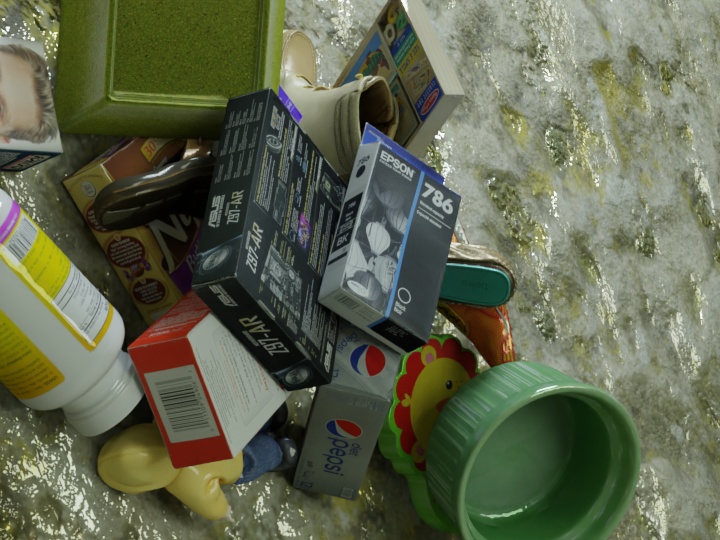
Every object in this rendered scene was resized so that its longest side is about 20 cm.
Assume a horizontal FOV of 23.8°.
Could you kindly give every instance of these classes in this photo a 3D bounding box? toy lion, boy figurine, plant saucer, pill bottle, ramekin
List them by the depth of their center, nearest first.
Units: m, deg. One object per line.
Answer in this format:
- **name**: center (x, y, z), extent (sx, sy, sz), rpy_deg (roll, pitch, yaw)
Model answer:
- **pill bottle**: center (-0.255, 0.037, 1.328), extent (0.200, 0.104, 0.104), rpy_deg (51, 42, -25)
- **plant saucer**: center (-0.151, -0.209, 1.442), extent (0.200, 0.048, 0.200), rpy_deg (1, 100, -23)
- **boy figurine**: center (-0.137, 0.158, 1.456), extent (0.200, 0.064, 0.125), rpy_deg (-8, 82, -51)
- **ramekin**: center (0.160, 0.184, 1.640), extent (0.200, 0.098, 0.200), rpy_deg (-9, 113, -23)
- **toy lion**: center (0.088, 0.164, 1.707), extent (0.191, 0.069, 0.200), rpy_deg (4, 86, -43)

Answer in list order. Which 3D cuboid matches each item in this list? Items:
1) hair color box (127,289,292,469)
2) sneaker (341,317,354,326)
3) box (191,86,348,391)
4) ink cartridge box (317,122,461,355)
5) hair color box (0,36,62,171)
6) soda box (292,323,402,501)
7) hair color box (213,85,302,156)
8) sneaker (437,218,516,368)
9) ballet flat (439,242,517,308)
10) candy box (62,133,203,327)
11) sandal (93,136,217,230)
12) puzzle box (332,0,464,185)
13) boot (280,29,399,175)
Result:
- **hair color box**: center (-0.107, 0.067, 1.417), extent (0.200, 0.064, 0.111), rpy_deg (-46, 120, -59)
- **sneaker**: center (0.000, 0.000, 1.597), extent (0.112, 0.200, 0.073), rpy_deg (53, 17, -26)
- **box**: center (-0.067, -0.025, 1.418), extent (0.160, 0.043, 0.200), rpy_deg (50, 36, -44)
- **ink cartridge box**: center (0.030, -0.035, 1.470), extent (0.099, 0.039, 0.200), rpy_deg (31, 51, -25)
- **hair color box**: center (-0.334, -0.135, 1.338), extent (0.200, 0.060, 0.100), rpy_deg (-1, 77, -52)
- **soda box**: center (-0.013, 0.128, 1.519), extent (0.063, 0.200, 0.068), rpy_deg (14, 56, -2)
- **hair color box**: center (-0.156, -0.183, 1.538), extent (0.200, 0.109, 0.065), rpy_deg (53, 41, -23)
- **sneaker**: center (0.094, 0.025, 1.709), extent (0.077, 0.073, 0.200), rpy_deg (-23, 63, -13)
- **ballet flat**: center (0.053, -0.004, 1.654), extent (0.065, 0.200, 0.071), rpy_deg (-74, 177, -69)
- **candy box**: center (-0.164, -0.025, 1.507), extent (0.200, 0.056, 0.117), rpy_deg (59, 40, -13)
- **sandal**: center (-0.153, -0.080, 1.454), extent (0.200, 0.082, 0.055), rpy_deg (-17, 66, -45)
- **puzzle box**: center (0.022, -0.156, 1.651), extent (0.025, 0.200, 0.133), rpy_deg (-3, 56, -33)
- **boot**: center (-0.033, -0.165, 1.642), extent (0.073, 0.155, 0.200), rpy_deg (34, 51, -37)
